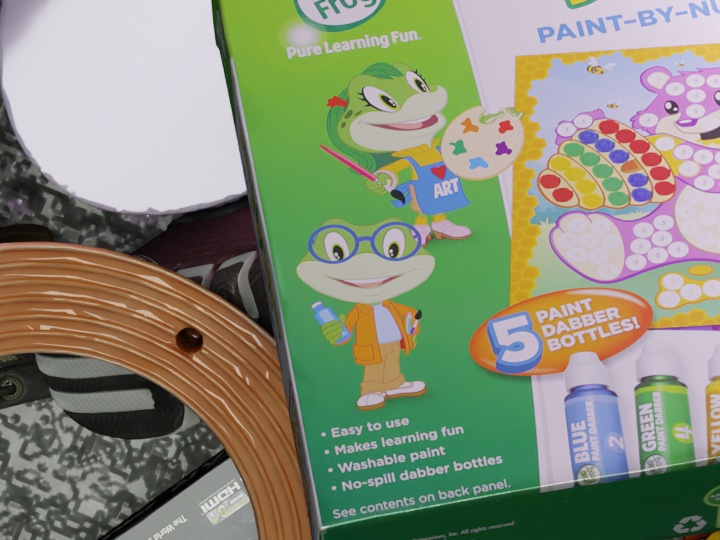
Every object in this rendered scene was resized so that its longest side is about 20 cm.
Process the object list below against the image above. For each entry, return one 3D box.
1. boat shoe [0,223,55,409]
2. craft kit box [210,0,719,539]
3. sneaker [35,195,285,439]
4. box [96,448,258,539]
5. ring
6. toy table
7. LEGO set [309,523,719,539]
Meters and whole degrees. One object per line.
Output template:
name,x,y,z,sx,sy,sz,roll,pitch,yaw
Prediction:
boat shoe,-0.188,0.046,0.917,0.201,0.072,0.066,-21,100,7
craft kit box,0.070,-0.019,0.760,0.200,0.049,0.198,-10,54,-4
sneaker,0.000,0.000,0.879,0.200,0.116,0.076,0,116,23
box,-0.014,0.136,0.935,0.200,0.044,0.160,-35,92,3
ring,-0.095,0.085,0.854,0.200,0.019,0.201,1,107,4
toy table,-0.031,-0.109,0.883,0.200,0.117,0.184,-40,92,2
LEGO set,0.060,0.130,0.801,0.154,0.200,0.116,-14,49,-32
